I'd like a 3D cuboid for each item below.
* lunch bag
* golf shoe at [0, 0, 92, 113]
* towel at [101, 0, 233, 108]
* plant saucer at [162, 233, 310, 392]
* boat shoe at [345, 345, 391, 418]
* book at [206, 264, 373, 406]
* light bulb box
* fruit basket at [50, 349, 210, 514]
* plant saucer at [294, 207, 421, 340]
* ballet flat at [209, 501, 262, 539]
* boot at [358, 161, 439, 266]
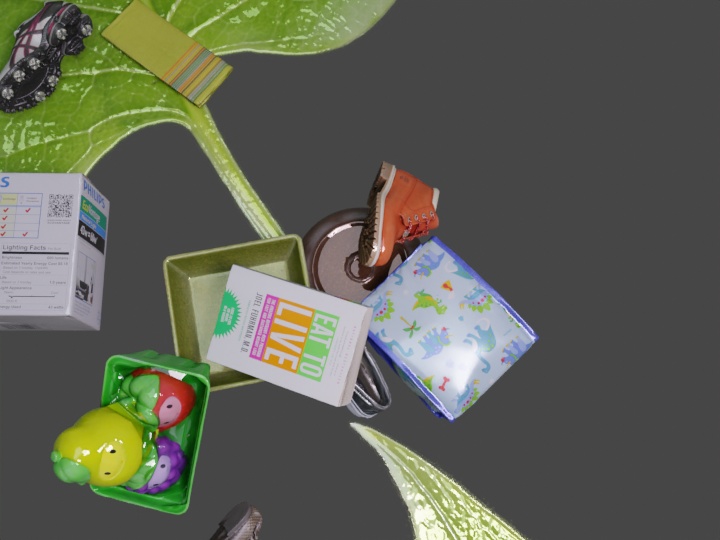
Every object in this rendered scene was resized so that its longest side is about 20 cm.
[{"bbox_3d":[0.107,0.078,1.127,0.170,0.127,0.200,-44,90,-9],"label":"lunch bag"},{"bbox_3d":[-0.495,-0.325,1.254,0.088,0.077,0.200,29,75,27],"label":"golf shoe"},{"bbox_3d":[-0.299,-0.337,1.278,0.200,0.018,0.086,36,74,9],"label":"towel"},{"bbox_3d":[-0.165,0.064,1.168,0.200,0.048,0.200,-10,78,-3],"label":"plant saucer"},{"bbox_3d":[-0.019,0.106,1.115,0.072,0.071,0.200,-40,98,-38],"label":"boat shoe"},{"bbox_3d":[-0.093,0.082,1.082,0.200,0.048,0.134,16,93,20],"label":"book"},{"bbox_3d":[-0.469,-0.024,1.148,0.198,0.125,0.200,1,76,1],"label":"light bulb box"},{"bbox_3d":[-0.280,0.211,1.032,0.155,0.216,0.216,13,77,3],"label":"fruit basket"},{"bbox_3d":[0.000,0.000,1.190,0.200,0.037,0.201,0,77,1],"label":"plant saucer"},{"bbox_3d":[-0.206,0.393,1.092,0.200,0.067,0.046,-44,113,-12],"label":"ballet flat"},{"bbox_3d":[0.059,-0.070,1.154,0.107,0.075,0.200,23,44,-7],"label":"boot"}]
